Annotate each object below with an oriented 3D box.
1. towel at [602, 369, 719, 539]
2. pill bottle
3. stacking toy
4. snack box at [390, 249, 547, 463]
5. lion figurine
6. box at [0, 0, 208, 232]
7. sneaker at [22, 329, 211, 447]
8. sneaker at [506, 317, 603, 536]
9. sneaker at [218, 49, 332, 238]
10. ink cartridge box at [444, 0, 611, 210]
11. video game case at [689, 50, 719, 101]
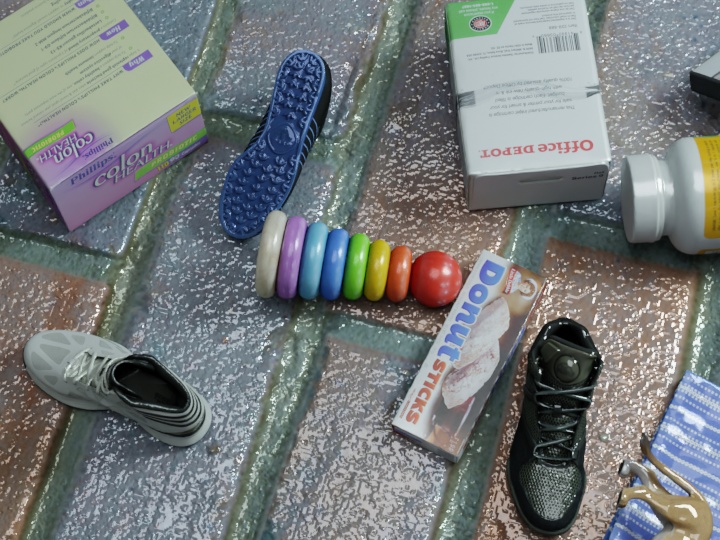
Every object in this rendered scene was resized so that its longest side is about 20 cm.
[{"bbox_3d":[0.322,0.205,1.406,0.143,0.024,0.201,26,70,12],"label":"towel"},{"bbox_3d":[0.355,-0.074,1.480,0.197,0.113,0.114,-4,66,2],"label":"pill bottle"},{"bbox_3d":[0.000,0.000,1.489,0.197,0.086,0.086,10,67,1],"label":"stacking toy"},{"bbox_3d":[0.105,0.080,1.471,0.071,0.024,0.201,24,70,14],"label":"snack box"},{"bbox_3d":[0.267,0.254,1.336,0.121,0.073,0.202,19,81,2],"label":"lion figurine"},{"bbox_3d":[-0.284,-0.178,1.567,0.175,0.097,0.201,-35,68,-12],"label":"box"},{"bbox_3d":[-0.234,0.090,1.435,0.198,0.116,0.076,21,69,12],"label":"sneaker"},{"bbox_3d":[0.176,0.134,1.397,0.075,0.114,0.202,8,68,8],"label":"sneaker"},{"bbox_3d":[-0.079,-0.123,1.553,0.069,0.078,0.202,26,91,11],"label":"sneaker"},{"bbox_3d":[0.165,-0.170,1.547,0.144,0.084,0.203,-5,66,1],"label":"ink cartridge box"},{"bbox_3d":[0.458,-0.203,1.514,0.180,0.026,0.199,-35,40,-24],"label":"video game case"}]
